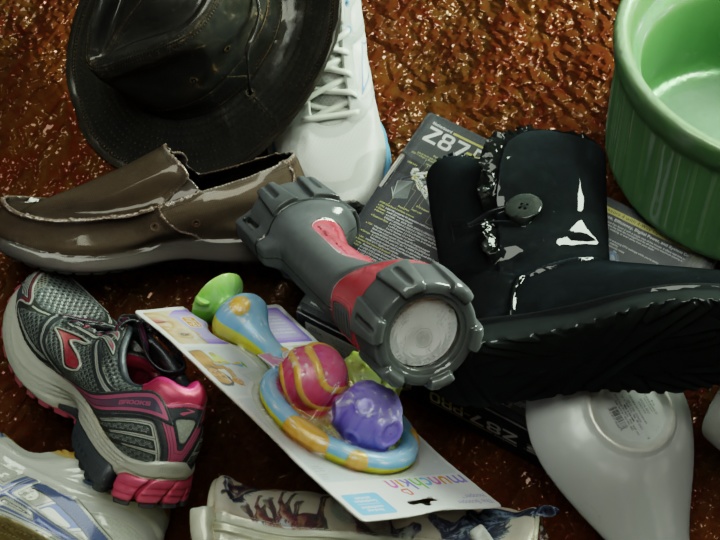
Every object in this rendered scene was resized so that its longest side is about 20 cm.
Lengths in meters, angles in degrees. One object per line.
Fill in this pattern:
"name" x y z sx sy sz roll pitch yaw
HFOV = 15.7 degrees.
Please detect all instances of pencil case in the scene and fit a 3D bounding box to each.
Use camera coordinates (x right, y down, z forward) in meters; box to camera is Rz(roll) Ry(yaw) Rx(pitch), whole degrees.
"pencil case" 0.008 0.158 1.434 0.200 0.089 0.078 5 61 6

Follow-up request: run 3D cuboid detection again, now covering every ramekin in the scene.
"ramekin" 0.239 -0.093 1.537 0.200 0.098 0.200 5 46 -5

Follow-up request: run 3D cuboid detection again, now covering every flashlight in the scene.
"flashlight" 0.000 0.000 1.440 0.068 0.068 0.200 -53 29 5

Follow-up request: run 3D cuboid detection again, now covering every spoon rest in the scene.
"spoon rest" 0.161 0.128 1.442 0.099 0.061 0.200 -18 69 -24

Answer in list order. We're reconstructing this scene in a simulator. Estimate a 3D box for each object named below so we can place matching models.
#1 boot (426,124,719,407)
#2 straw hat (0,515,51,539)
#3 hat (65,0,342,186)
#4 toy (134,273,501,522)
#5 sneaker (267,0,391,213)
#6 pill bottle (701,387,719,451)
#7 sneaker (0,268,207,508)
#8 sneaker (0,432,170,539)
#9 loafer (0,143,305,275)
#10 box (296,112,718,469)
"boot" 0.132 -0.013 1.450 0.200 0.076 0.168 -8 48 13
"straw hat" -0.165 0.219 1.404 0.085 0.201 0.201 -6 49 -51
"hat" -0.113 -0.148 1.566 0.200 0.081 0.201 -2 85 28
"toy" -0.018 0.060 1.419 0.115 0.047 0.200 -1 30 -48
"sneaker" -0.026 -0.128 1.597 0.075 0.087 0.200 -9 62 -5
"pill bottle" 0.293 0.117 1.432 0.200 0.116 0.116 41 70 21
"sneaker" -0.137 0.053 1.474 0.081 0.075 0.200 4 27 -35
"sneaker" -0.211 0.138 1.460 0.200 0.075 0.088 11 62 9
"loafer" -0.123 -0.042 1.549 0.200 0.071 0.073 -4 16 -9
"box" 0.086 0.015 1.534 0.200 0.049 0.161 26 66 15
